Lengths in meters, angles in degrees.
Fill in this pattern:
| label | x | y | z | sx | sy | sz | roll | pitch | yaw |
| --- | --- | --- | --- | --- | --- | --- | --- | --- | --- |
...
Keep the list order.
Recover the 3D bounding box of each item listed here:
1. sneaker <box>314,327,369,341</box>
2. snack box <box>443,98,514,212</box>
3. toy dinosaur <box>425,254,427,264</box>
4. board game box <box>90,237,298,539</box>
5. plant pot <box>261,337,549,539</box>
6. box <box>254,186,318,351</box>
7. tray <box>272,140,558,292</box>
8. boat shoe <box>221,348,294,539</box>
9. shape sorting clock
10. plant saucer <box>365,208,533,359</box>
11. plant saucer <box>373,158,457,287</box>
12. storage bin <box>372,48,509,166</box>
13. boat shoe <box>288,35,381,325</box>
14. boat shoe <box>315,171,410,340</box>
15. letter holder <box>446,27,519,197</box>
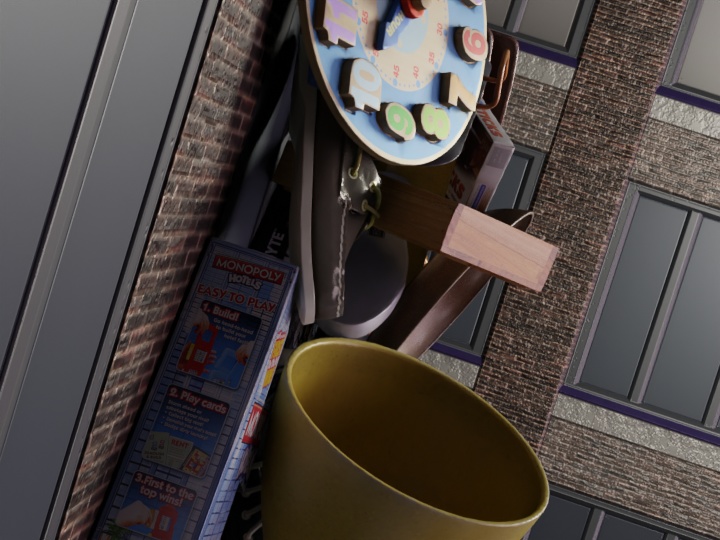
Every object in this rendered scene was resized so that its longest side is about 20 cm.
| label | x | y | z | sx | sy | sz | roll | pitch | yaw |
| --- | --- | --- | --- | --- | --- | --- | --- | --- | --- |
| sneaker | -0.046 | 0.059 | 1.358 | 0.200 | 0.111 | 0.078 | -40 | -120 | 40 |
| snack box | 0.078 | -0.125 | 1.238 | 0.201 | 0.024 | 0.072 | -114 | -140 | -54 |
| toy dinosaur | 0.032 | -0.054 | 1.335 | 0.060 | 0.107 | 0.200 | -10 | 157 | -43 |
| board game box | -0.092 | 0.090 | 0.907 | 0.200 | 0.061 | 0.202 | 76 | 32 | -82 |
| plant pot | 0.009 | 0.162 | 0.992 | 0.143 | 0.199 | 0.200 | -61 | 180 | 21 |
| box | -0.055 | 0.012 | 1.153 | 0.201 | 0.049 | 0.200 | 102 | 6 | -52 |
| tray | 0.033 | -0.039 | 0.996 | 0.199 | 0.098 | 0.037 | 26 | -86 | 51 |
| boat shoe | -0.071 | 0.159 | 1.073 | 0.093 | 0.074 | 0.201 | 57 | -42 | 41 |
| shape sorting clock | 0.027 | -0.168 | 0.916 | 0.199 | 0.039 | 0.202 | 4 | 85 | -49 |
| plant saucer | 0.063 | 0.020 | 1.161 | 0.200 | 0.032 | 0.200 | -48 | 171 | -10 |
| plant saucer | 0.016 | -0.089 | 1.276 | 0.200 | 0.048 | 0.202 | -133 | -123 | -63 |
| storage bin | 0.041 | -0.186 | 1.079 | 0.201 | 0.144 | 0.135 | -66 | 163 | -53 |
| boat shoe | -0.015 | -0.061 | 0.927 | 0.072 | 0.060 | 0.204 | 111 | -19 | -62 |
| boat shoe | 0.000 | 0.000 | 1.123 | 0.201 | 0.069 | 0.067 | -79 | -179 | -53 |
| letter holder | 0.085 | -0.175 | 1.573 | 0.101 | 0.141 | 0.202 | -46 | 154 | -81 |
